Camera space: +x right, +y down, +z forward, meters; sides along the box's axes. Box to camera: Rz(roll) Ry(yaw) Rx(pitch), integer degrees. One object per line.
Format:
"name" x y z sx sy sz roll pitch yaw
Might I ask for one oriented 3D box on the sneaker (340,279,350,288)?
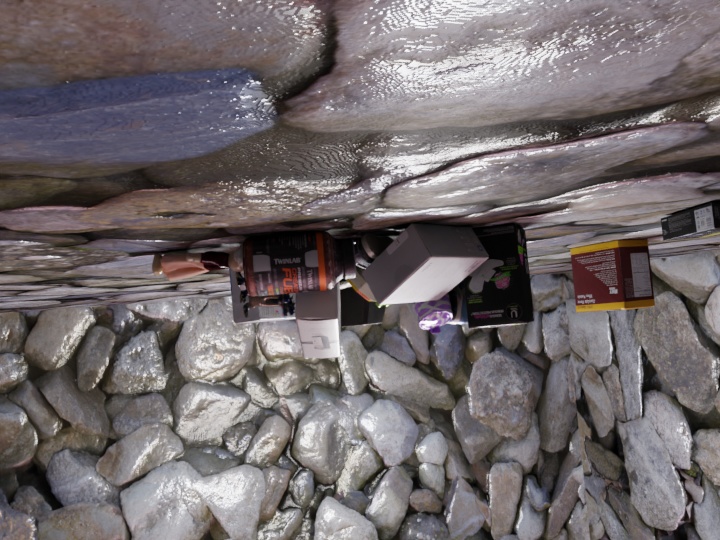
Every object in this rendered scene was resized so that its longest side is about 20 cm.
"sneaker" -0.001 0.000 1.644 0.197 0.071 0.093 -18 -176 2

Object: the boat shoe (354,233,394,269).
"boat shoe" 0.035 -0.024 1.452 0.061 0.076 0.199 -28 166 21

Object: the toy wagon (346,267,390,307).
"toy wagon" 0.012 0.012 1.531 0.040 0.156 0.200 -43 168 10

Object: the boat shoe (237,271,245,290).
"boat shoe" -0.214 -0.011 1.507 0.074 0.066 0.199 -44 -168 -34

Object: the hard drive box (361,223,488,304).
"hard drive box" 0.127 -0.011 1.398 0.199 0.077 0.156 -1 145 -50

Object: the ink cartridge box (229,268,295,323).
"ink cartridge box" -0.219 0.048 1.750 0.084 0.147 0.199 -8 175 28

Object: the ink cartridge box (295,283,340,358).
"ink cartridge box" -0.081 0.070 1.431 0.083 0.148 0.201 0 153 -2

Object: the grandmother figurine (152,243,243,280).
"grandmother figurine" -0.292 -0.015 1.399 0.197 0.062 0.121 -3 -175 16

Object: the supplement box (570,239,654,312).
"supplement box" 0.764 0.020 2.208 0.131 0.203 0.197 -2 175 -29

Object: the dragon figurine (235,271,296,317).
"dragon figurine" -0.185 0.036 1.398 0.098 0.060 0.200 -12 -153 -14

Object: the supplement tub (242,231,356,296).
"supplement tub" -0.108 -0.014 1.300 0.197 0.109 0.107 -5 176 -3

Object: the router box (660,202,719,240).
"router box" 0.735 -0.103 1.479 0.155 0.053 0.200 -5 176 -6

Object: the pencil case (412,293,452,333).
"pencil case" 0.141 0.028 1.569 0.083 0.202 0.086 -4 148 -10

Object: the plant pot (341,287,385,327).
"plant pot" -0.033 0.051 1.806 0.197 0.180 0.200 -6 177 19

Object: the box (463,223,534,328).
"box" 0.288 0.015 1.518 0.123 0.203 0.148 -6 176 20

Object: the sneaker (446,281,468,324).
"sneaker" 0.212 0.027 1.613 0.076 0.203 0.075 17 155 -33
